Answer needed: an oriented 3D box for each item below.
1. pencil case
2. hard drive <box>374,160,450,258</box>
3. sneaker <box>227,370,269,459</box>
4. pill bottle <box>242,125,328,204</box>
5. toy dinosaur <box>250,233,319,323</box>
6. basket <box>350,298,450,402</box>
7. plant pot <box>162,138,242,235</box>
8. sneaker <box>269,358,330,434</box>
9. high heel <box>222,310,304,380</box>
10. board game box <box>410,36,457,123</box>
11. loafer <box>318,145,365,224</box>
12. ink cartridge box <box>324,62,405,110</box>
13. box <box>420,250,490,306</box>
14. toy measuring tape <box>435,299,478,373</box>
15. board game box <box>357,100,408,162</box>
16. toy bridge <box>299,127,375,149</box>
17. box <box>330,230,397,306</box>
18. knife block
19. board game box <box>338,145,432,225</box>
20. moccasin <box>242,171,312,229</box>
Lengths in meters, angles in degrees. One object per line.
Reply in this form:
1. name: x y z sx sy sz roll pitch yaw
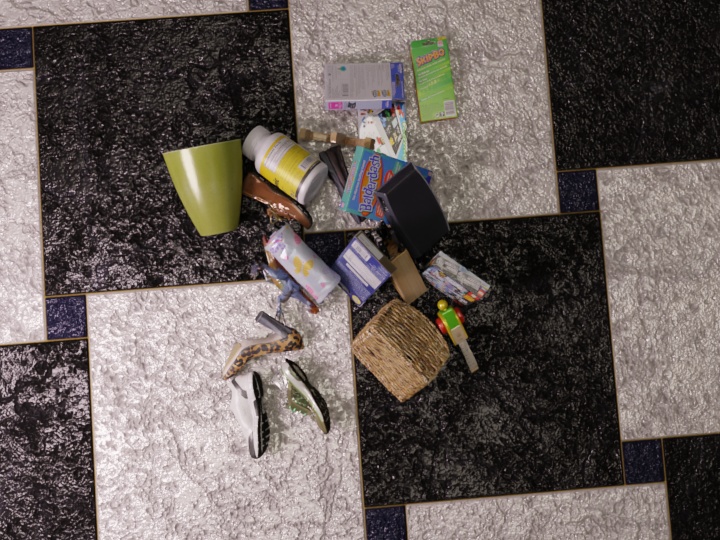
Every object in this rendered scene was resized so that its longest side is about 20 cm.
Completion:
1. pencil case: -0.136 -0.017 1.645 0.083 0.091 0.200 -44 99 6
2. hard drive: 0.130 -0.140 1.641 0.134 0.042 0.202 -39 116 -11
3. sneaker: -0.268 0.347 1.655 0.078 0.074 0.205 -10 82 13
4. pill bottle: -0.183 -0.258 1.659 0.198 0.111 0.112 36 87 9
5. toy dinosaur: -0.171 0.029 1.662 0.178 0.105 0.205 20 75 -18
6. basket: 0.099 0.185 1.668 0.200 0.149 0.143 43 54 2
7. plant pot: -0.353 -0.192 1.637 0.182 0.187 0.205 -11 101 -2
8. sneaker: -0.145 0.314 1.659 0.088 0.077 0.202 -37 83 10
9. high heel: -0.234 0.211 1.666 0.141 0.072 0.202 33 100 -21
10. board game box: 0.182 -0.475 1.726 0.093 0.030 0.206 -8 89 -2
11. loafer: -0.031 -0.213 1.687 0.062 0.072 0.203 -29 85 -7
12. ink cartridge box: 0.009 -0.452 1.695 0.194 0.042 0.122 -3 63 1
13. box: 0.215 0.023 1.610 0.135 0.200 0.040 34 82 2
14. toy measuring tape: 0.233 0.153 1.684 0.073 0.074 0.203 -29 110 -3
15. board game box: 0.056 -0.315 1.709 0.123 0.035 0.206 -1 87 -1
16. toy bridge: -0.054 -0.320 1.687 0.196 0.067 0.028 12 98 21
17. box: 0.000 0.000 1.626 0.121 0.200 0.032 46 56 2
18. knife block: 0.085 -0.021 1.622 0.063 0.176 0.202 -35 88 -3
19. board game box: 0.062 -0.192 1.647 0.196 0.045 0.156 14 97 -25
20. moccasin: -0.204 -0.157 1.677 0.199 0.074 0.079 32 96 -2
